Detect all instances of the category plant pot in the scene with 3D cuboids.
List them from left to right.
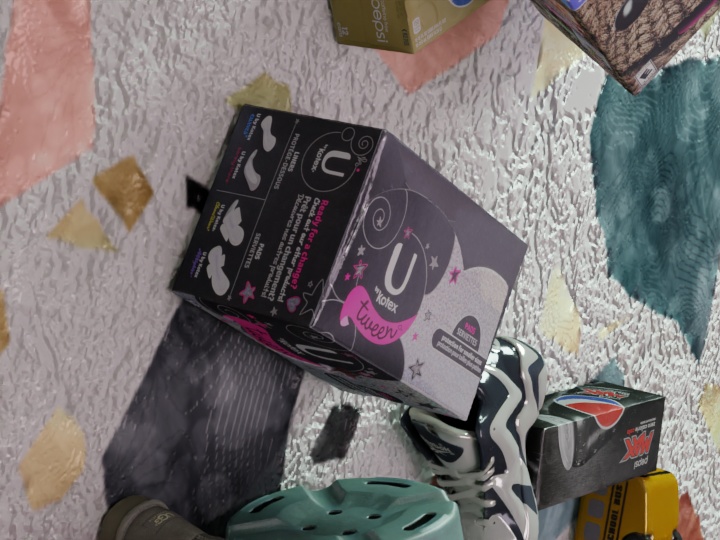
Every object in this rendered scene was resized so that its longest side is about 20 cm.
[{"bbox_3d":[-0.003,0.246,1.159,0.200,0.200,0.196,-18,106,-50],"label":"plant pot"}]

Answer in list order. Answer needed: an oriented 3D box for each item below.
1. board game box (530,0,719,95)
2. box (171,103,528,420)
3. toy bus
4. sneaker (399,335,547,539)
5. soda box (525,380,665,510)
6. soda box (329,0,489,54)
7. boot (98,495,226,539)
[{"bbox_3d":[0.176,-0.225,1.154,0.159,0.097,0.200,-47,157,6],"label":"board game box"},{"bbox_3d":[0.000,0.000,1.137,0.200,0.115,0.132,34,72,-52],"label":"box"},{"bbox_3d":[0.221,0.267,1.551,0.065,0.078,0.200,1,99,-55],"label":"toy bus"},{"bbox_3d":[0.072,0.143,1.311,0.130,0.079,0.200,12,91,-53],"label":"sneaker"},{"bbox_3d":[0.168,0.138,1.453,0.200,0.063,0.071,-8,106,-53],"label":"soda box"},{"bbox_3d":[0.062,-0.215,1.201,0.200,0.064,0.068,-39,129,-41],"label":"soda box"},{"bbox_3d":[-0.063,0.225,1.045,0.073,0.200,0.182,-36,127,-42],"label":"boot"}]
